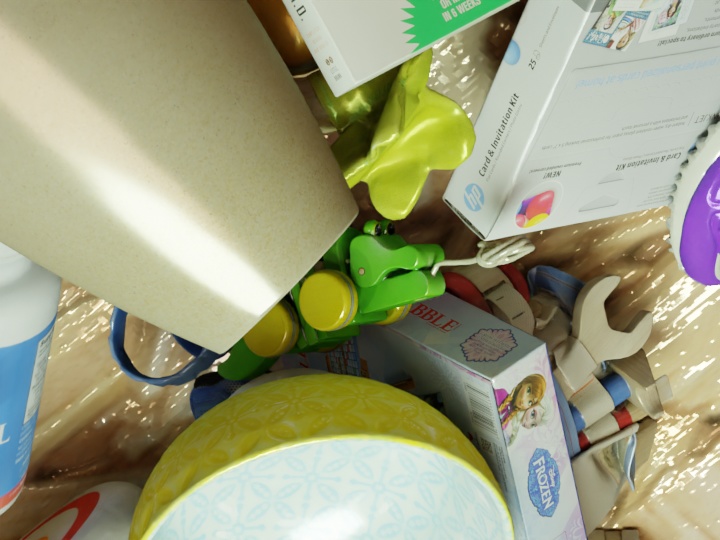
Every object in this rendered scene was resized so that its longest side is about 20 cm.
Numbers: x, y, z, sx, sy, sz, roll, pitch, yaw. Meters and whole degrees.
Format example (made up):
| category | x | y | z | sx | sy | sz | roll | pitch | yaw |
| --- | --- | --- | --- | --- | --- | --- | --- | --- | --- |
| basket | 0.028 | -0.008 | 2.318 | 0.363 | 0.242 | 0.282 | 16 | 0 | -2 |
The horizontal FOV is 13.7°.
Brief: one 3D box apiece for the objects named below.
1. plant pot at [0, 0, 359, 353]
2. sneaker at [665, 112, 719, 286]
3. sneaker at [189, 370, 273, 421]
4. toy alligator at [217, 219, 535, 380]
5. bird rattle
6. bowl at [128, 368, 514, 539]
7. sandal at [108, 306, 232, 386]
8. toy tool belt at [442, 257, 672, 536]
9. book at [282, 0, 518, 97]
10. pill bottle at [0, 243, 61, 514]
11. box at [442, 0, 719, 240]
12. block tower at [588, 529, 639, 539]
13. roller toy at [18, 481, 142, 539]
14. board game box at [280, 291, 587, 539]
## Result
| category | x | y | z | sx | sy | sz | roll | pitch | yaw |
| --- | --- | --- | --- | --- | --- | --- | --- | --- | --- |
| plant pot | -0.103 | -0.063 | 1.362 | 0.200 | 0.187 | 0.187 | 45 | 115 | -3 |
| sneaker | 0.236 | -0.055 | 1.538 | 0.070 | 0.100 | 0.200 | -7 | 136 | -47 |
| sneaker | -0.038 | 0.143 | 1.624 | 0.078 | 0.089 | 0.200 | -14 | 111 | 41 |
| toy alligator | 0.000 | 0.000 | 1.502 | 0.200 | 0.059 | 0.054 | -25 | 78 | 34 |
| bird rattle | -0.011 | -0.133 | 1.455 | 0.163 | 0.200 | 0.113 | 6 | 168 | 7 |
| bowl | -0.027 | 0.115 | 1.530 | 0.200 | 0.108 | 0.200 | -7 | 136 | -7 |
| sandal | -0.088 | -0.006 | 1.556 | 0.079 | 0.087 | 0.200 | 33 | 146 | 24 |
| toy tool belt | 0.106 | 0.055 | 1.633 | 0.123 | 0.125 | 0.200 | -33 | 131 | -25 |
| book | -0.005 | -0.196 | 1.388 | 0.200 | 0.134 | 0.048 | 61 | 152 | -1 |
| pill bottle | -0.221 | 0.032 | 1.602 | 0.112 | 0.112 | 0.200 | 9 | 124 | -6 |
| box | 0.140 | -0.113 | 1.496 | 0.156 | 0.041 | 0.200 | -12 | 135 | -41 |
| block tower | 0.073 | 0.188 | 1.744 | 0.200 | 0.054 | 0.058 | 1 | 125 | -1 |
| roller toy | -0.154 | 0.224 | 1.677 | 0.140 | 0.182 | 0.200 | 49 | 135 | -9 |
| board game box | 0.037 | 0.092 | 1.606 | 0.041 | 0.199 | 0.200 | -33 | 129 | -27 |
